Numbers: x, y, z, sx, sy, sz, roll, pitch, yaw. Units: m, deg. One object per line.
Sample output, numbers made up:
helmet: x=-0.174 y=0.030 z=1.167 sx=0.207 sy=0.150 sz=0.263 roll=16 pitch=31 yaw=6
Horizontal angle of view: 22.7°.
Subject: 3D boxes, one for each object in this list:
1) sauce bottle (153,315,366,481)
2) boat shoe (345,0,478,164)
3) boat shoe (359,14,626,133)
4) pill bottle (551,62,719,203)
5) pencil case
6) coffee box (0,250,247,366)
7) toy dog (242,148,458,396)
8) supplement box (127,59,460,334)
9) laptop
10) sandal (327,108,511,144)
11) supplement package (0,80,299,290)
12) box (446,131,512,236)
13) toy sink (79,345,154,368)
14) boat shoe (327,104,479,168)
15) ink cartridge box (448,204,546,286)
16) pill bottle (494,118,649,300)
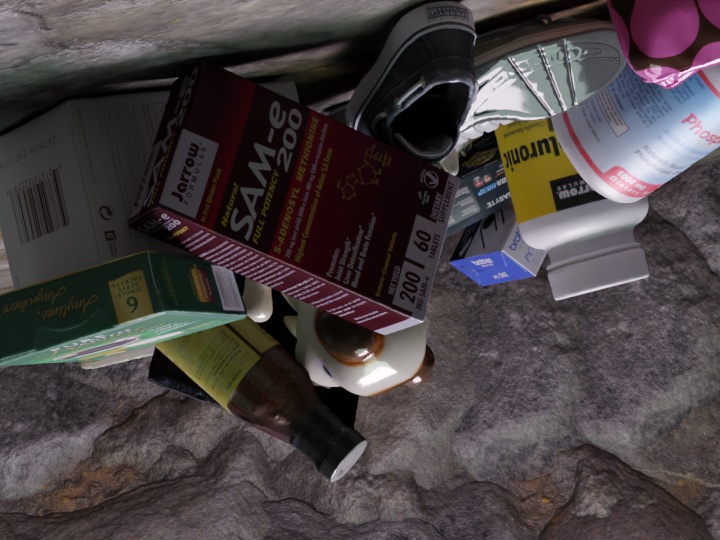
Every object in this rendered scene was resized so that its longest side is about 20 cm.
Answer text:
sauce bottle: x=-0.082 y=0.077 z=1.322 sx=0.066 sy=0.200 sz=0.066 roll=-43 pitch=163 yaw=-16
boat shoe: x=0.039 y=-0.104 z=1.219 sx=0.071 sy=0.068 sz=0.200 roll=-3 pitch=158 yaw=-17
boat shoe: x=0.094 y=-0.146 z=1.311 sx=0.200 sy=0.065 sz=0.075 roll=-18 pitch=138 yaw=13
pill bottle: x=0.247 y=-0.144 z=1.342 sx=0.200 sy=0.109 sz=0.108 roll=-36 pitch=164 yaw=37
pencil case: x=0.256 y=-0.177 z=1.136 sx=0.199 sy=0.095 sz=0.090 roll=-15 pitch=177 yaw=38
coffee box: x=-0.157 y=0.026 z=1.175 sx=0.122 sy=0.044 sz=0.200 roll=-16 pitch=175 yaw=11
toy dog: x=0.000 y=0.000 z=1.364 sx=0.192 sy=0.202 sz=0.140 roll=-14 pitch=152 yaw=21
supplement box: x=-0.041 y=-0.045 z=1.181 sx=0.199 sy=0.110 sz=0.061 roll=23 pitch=160 yaw=-21
laptop: x=-0.093 y=0.051 z=1.465 sx=0.176 sy=0.201 sz=0.103 roll=22 pitch=144 yaw=-19
sandal: x=0.055 y=-0.131 z=1.399 sx=0.201 sy=0.050 sz=0.083 roll=-14 pitch=150 yaw=11
supplement package: x=-0.141 y=-0.057 z=1.255 sx=0.199 sy=0.118 sz=0.116 roll=-10 pitch=175 yaw=-43
box: x=0.041 y=-0.069 z=1.605 sx=0.199 sy=0.046 sz=0.159 roll=-27 pitch=-156 yaw=1
toy sink: x=-0.202 y=-0.005 z=1.604 sx=0.129 sy=0.113 sz=0.200 roll=-13 pitch=-164 yaw=-5
boat shoe: x=0.064 y=-0.120 z=1.547 sx=0.198 sy=0.067 sz=0.073 roll=-13 pitch=177 yaw=-23
ink cartridge box: x=0.159 y=-0.085 z=1.610 sx=0.044 sy=0.201 sz=0.094 roll=35 pitch=159 yaw=-20
pill bottle: x=0.175 y=-0.083 z=1.482 sx=0.110 sy=0.202 sz=0.111 roll=-14 pitch=177 yaw=-1
